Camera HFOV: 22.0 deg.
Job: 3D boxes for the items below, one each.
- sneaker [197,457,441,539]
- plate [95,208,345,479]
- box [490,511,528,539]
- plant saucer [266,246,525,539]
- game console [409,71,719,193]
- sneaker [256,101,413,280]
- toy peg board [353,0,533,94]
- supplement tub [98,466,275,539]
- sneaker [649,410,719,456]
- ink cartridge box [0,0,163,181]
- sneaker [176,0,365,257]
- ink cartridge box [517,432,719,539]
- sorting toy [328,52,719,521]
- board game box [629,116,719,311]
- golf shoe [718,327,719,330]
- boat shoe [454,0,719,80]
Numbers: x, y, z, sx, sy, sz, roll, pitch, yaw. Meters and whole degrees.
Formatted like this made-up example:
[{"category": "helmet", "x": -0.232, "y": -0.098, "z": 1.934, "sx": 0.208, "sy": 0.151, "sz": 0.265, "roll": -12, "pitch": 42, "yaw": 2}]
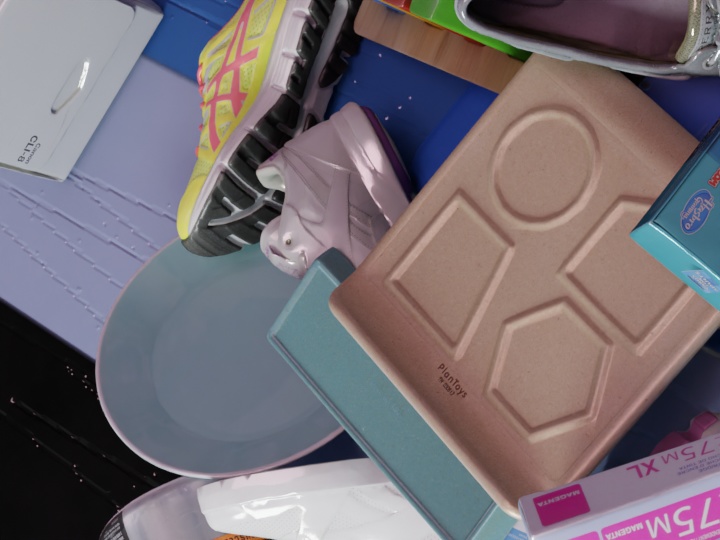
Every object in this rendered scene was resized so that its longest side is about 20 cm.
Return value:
[{"category": "sneaker", "x": 0.008, "y": 0.165, "z": 1.053, "sx": 0.198, "sy": 0.074, "sz": 0.117, "roll": -3, "pitch": 84, "yaw": -1}, {"category": "plate", "x": -0.067, "y": 0.045, "z": 1.141, "sx": 0.198, "sy": 0.026, "sz": 0.202, "roll": -8, "pitch": 52, "yaw": 11}, {"category": "box", "x": 0.097, "y": 0.226, "z": 1.002, "sx": 0.060, "sy": 0.116, "sz": 0.202, "roll": 19, "pitch": 94, "yaw": 32}, {"category": "plant saucer", "x": 0.018, "y": 0.072, "z": 1.010, "sx": 0.200, "sy": 0.019, "sz": 0.070, "roll": 46, "pitch": 110, "yaw": 33}, {"category": "game console", "x": 0.143, "y": -0.069, "z": 1.070, "sx": 0.170, "sy": 0.118, "sz": 0.200, "roll": 39, "pitch": 107, "yaw": -3}, {"category": "sneaker", "x": 0.000, "y": 0.000, "z": 1.096, "sx": 0.099, "sy": 0.075, "sz": 0.201, "roll": -24, "pitch": 60, "yaw": 2}, {"category": "toy peg board", "x": 0.061, "y": -0.218, "z": 1.058, "sx": 0.199, "sy": 0.097, "sz": 0.202, "roll": 31, "pitch": 100, "yaw": 51}, {"category": "supplement tub", "x": -0.070, "y": 0.227, "z": 1.103, "sx": 0.122, "sy": 0.122, "sz": 0.201, "roll": -35, "pitch": 68, "yaw": 23}, {"category": "sneaker", "x": 0.246, "y": 0.085, "z": 0.956, "sx": 0.199, "sy": 0.081, "sz": 0.089, "roll": -37, "pitch": 110, "yaw": 4}, {"category": "ink cartridge box", "x": -0.267, "y": -0.181, "z": 1.268, "sx": 0.200, "sy": 0.144, "sz": 0.146, "roll": 40, "pitch": 104, "yaw": 29}, {"category": "sneaker", "x": -0.072, "y": -0.104, "z": 1.177, "sx": 0.090, "sy": 0.078, "sz": 0.202, "roll": 19, "pitch": 80, "yaw": 34}, {"category": "ink cartridge box", "x": 0.163, "y": 0.183, "z": 0.924, "sx": 0.118, "sy": 0.042, "sz": 0.202, "roll": -19, "pitch": 117, "yaw": 3}, {"category": "sorting toy", "x": 0.100, "y": 0.002, "z": 0.963, "sx": 0.200, "sy": 0.036, "sz": 0.185, "roll": -48, "pitch": 56, "yaw": 7}, {"category": "board game box", "x": 0.250, "y": -0.014, "z": 0.871, "sx": 0.200, "sy": 0.047, "sz": 0.151, "roll": 40, "pitch": 82, "yaw": 1}, {"category": "golf shoe", "x": 0.190, "y": -0.002, "z": 0.953, "sx": 0.198, "sy": 0.078, "sz": 0.089, "roll": -2, "pitch": 44, "yaw": 27}, {"category": "boat shoe", "x": 0.146, "y": -0.132, "z": 0.947, "sx": 0.200, "sy": 0.065, "sz": 0.075, "roll": 10, "pitch": 121, "yaw": -2}]
